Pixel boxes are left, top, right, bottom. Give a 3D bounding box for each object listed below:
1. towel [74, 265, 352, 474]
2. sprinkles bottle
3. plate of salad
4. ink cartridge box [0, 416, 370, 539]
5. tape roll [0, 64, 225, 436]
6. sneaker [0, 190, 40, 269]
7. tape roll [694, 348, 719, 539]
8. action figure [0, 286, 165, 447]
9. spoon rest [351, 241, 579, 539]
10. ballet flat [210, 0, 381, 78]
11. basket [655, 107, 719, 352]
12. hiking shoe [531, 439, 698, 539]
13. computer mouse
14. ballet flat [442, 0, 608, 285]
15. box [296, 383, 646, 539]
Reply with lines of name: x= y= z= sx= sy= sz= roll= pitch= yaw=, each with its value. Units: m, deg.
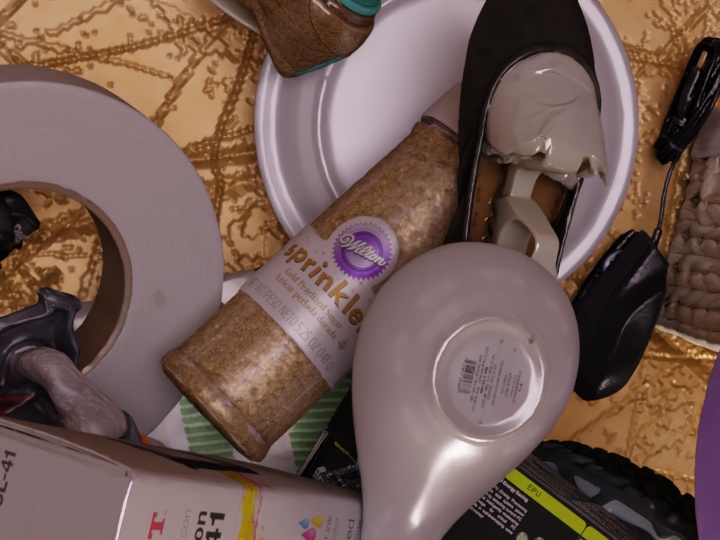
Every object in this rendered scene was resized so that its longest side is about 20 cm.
towel: x=-0.063 y=0.077 z=0.883 sx=0.200 sy=0.023 sz=0.153 roll=-12 pitch=92 yaw=-8
sprinkles bottle: x=0.000 y=0.000 z=0.819 sx=0.200 sy=0.068 sz=0.068 roll=-43 pitch=97 yaw=-9
plate of salad: x=0.044 y=-0.074 z=0.886 sx=0.200 sy=0.048 sz=0.200 roll=-1 pitch=95 yaw=-11
ink cartridge box: x=-0.083 y=0.148 z=0.707 sx=0.086 sy=0.200 sz=0.148 roll=12 pitch=86 yaw=29
tape roll: x=-0.160 y=0.006 z=0.797 sx=0.203 sy=0.037 sz=0.203 roll=-10 pitch=113 yaw=-25
sneaker: x=-0.208 y=-0.006 z=0.829 sx=0.098 sy=0.071 sz=0.201 roll=14 pitch=87 yaw=-8
tape roll: x=0.236 y=0.090 z=0.734 sx=0.200 sy=0.085 sz=0.200 roll=4 pitch=84 yaw=-41
action figure: x=-0.160 y=0.119 z=0.751 sx=0.193 sy=0.105 sz=0.200 roll=-11 pitch=119 yaw=-40
spoon rest: x=0.031 y=0.086 z=0.731 sx=0.099 sy=0.061 sz=0.200 roll=16 pitch=89 yaw=-17
ballet flat: x=-0.064 y=-0.176 z=0.850 sx=0.072 sy=0.068 sz=0.200 roll=-40 pitch=73 yaw=28
basket: x=0.262 y=0.007 z=0.886 sx=0.200 sy=0.136 sz=0.124 roll=21 pitch=91 yaw=-10
hiking shoe: x=0.085 y=0.122 z=0.830 sx=0.200 sy=0.074 sz=0.087 roll=21 pitch=95 yaw=31
computer mouse: x=0.145 y=-0.029 z=0.901 sx=0.034 sy=0.059 sz=0.200 roll=20 pitch=85 yaw=-12
ballet flat: x=0.076 y=-0.033 z=0.767 sx=0.068 sy=0.068 sz=0.200 roll=6 pitch=98 yaw=-23
box: x=0.033 y=0.170 z=0.780 sx=0.200 sy=0.048 sz=0.193 roll=35 pitch=96 yaw=31
